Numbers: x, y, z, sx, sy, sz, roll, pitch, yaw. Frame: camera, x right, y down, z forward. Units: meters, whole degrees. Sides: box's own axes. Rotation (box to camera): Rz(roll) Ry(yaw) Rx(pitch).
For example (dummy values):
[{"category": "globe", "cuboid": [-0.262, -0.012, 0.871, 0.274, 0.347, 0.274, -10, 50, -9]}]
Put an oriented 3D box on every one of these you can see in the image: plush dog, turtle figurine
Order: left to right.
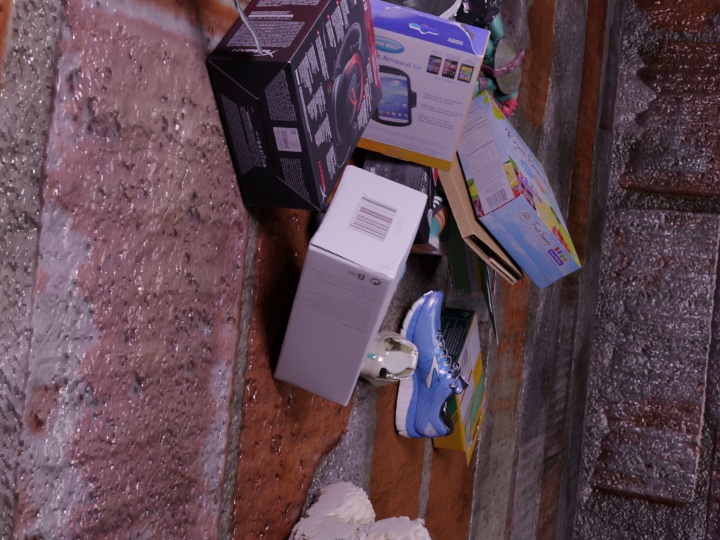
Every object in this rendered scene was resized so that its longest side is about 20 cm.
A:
[{"category": "plush dog", "cuboid": [-0.014, 0.329, 1.135, 0.160, 0.200, 0.172, -21, 109, -32]}, {"category": "turtle figurine", "cuboid": [0.174, -0.290, 1.562, 0.150, 0.100, 0.200, -65, 148, -42]}]

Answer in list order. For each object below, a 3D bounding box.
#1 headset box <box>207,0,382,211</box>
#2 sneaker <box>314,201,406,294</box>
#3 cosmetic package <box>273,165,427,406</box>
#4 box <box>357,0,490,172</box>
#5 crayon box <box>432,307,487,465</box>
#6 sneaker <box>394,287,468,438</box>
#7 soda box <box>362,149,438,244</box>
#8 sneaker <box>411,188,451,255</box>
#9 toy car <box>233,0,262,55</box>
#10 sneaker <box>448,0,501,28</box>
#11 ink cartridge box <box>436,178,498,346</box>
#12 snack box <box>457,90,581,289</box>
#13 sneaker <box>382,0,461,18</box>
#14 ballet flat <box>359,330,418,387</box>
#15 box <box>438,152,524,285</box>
[{"category": "headset box", "cuboid": [-0.045, -0.171, 0.991, 0.200, 0.075, 0.149, -65, 153, -43]}, {"category": "sneaker", "cuboid": [0.000, 0.000, 1.168, 0.200, 0.079, 0.096, 57, 45, -61]}, {"category": "cosmetic package", "cuboid": [-0.012, 0.018, 1.036, 0.200, 0.081, 0.113, 111, 2, -47]}, {"category": "box", "cuboid": [0.052, -0.184, 1.114, 0.200, 0.119, 0.042, 103, 4, -55]}, {"category": "crayon box", "cuboid": [0.137, 0.169, 1.649, 0.126, 0.051, 0.200, -65, 152, -44]}, {"category": "sneaker", "cuboid": [0.098, 0.120, 1.463, 0.079, 0.089, 0.200, -34, 127, -67]}, {"category": "soda box", "cuboid": [0.048, -0.126, 1.247, 0.063, 0.071, 0.200, 63, 31, -54]}, {"category": "sneaker", "cuboid": [0.068, -0.063, 1.365, 0.200, 0.071, 0.080, 13, 82, -79]}, {"category": "toy car", "cuboid": [-0.071, -0.257, 0.812, 0.200, 0.157, 0.165, 89, 7, -53]}, {"category": "sneaker", "cuboid": [0.128, -0.316, 1.425, 0.076, 0.087, 0.200, 9, 87, -71]}, {"category": "ink cartridge box", "cuboid": [0.138, -0.016, 1.503, 0.146, 0.048, 0.200, 76, 7, -45]}, {"category": "snack box", "cuboid": [0.192, -0.103, 1.445, 0.169, 0.068, 0.200, 43, 24, -42]}, {"category": "sneaker", "cuboid": [0.067, -0.328, 1.269, 0.200, 0.071, 0.099, -56, 152, -46]}, {"category": "ballet flat", "cuboid": [0.031, 0.102, 1.305, 0.200, 0.069, 0.070, 14, 83, -71]}, {"category": "box", "cuboid": [0.136, -0.094, 1.425, 0.163, 0.021, 0.200, 34, 33, -54]}]
